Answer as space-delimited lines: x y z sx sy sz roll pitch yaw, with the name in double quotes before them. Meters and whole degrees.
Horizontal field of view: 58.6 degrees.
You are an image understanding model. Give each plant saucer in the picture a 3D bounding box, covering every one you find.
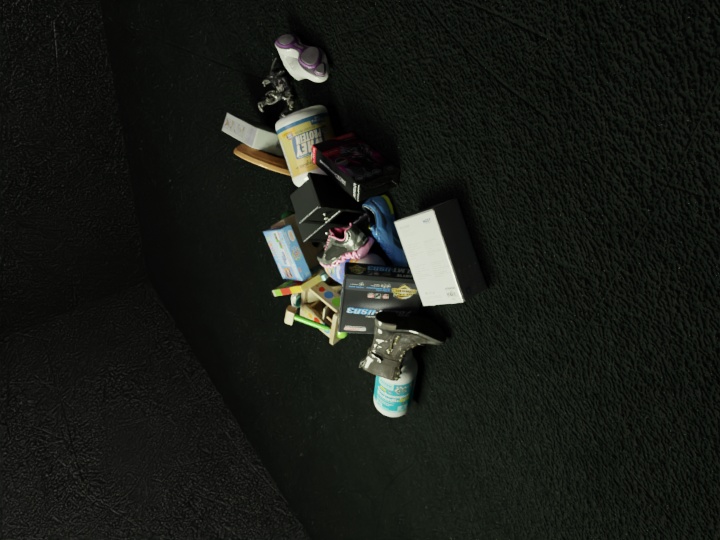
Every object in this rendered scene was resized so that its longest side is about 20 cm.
"plant saucer" -0.264 -0.322 1.834 0.199 0.197 0.038 34 107 45

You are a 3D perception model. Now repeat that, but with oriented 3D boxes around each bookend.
"bookend" -0.103 -0.138 1.583 0.197 0.197 0.094 -35 68 35

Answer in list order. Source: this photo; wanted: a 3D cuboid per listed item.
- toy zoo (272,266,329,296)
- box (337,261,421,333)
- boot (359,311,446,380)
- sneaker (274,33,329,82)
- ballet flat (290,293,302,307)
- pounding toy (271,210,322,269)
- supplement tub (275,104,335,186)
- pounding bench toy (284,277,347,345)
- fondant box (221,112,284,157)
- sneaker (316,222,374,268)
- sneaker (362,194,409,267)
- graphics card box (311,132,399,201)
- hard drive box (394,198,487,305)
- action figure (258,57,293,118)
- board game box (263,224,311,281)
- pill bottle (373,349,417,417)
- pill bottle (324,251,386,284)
"toy zoo" -0.151 0.026 1.795 0.198 0.130 0.021 -11 110 55
"box" 0.047 0.074 1.564 0.050 0.194 0.202 -92 8 -48
"boot" 0.102 0.197 1.574 0.195 0.070 0.178 14 120 7
"sneaker" -0.136 -0.515 1.604 0.200 0.074 0.101 46 163 34
"ballet flat" -0.158 0.061 1.897 0.070 0.199 0.074 4 99 29
"pounding toy" -0.158 -0.116 1.861 0.204 0.140 0.183 66 159 -5
"supplement tub" -0.123 -0.301 1.633 0.144 0.142 0.205 -6 105 60
"pounding bench toy" -0.099 0.125 1.810 0.155 0.199 0.126 37 141 23
"fondant box" -0.292 -0.389 1.851 0.199 0.142 0.060 33 107 45
"sneaker" -0.054 -0.069 1.588 0.095 0.080 0.198 44 144 -23
"sneaker" 0.058 -0.079 1.550 0.065 0.077 0.205 -11 102 58
"graphics card box" -0.014 -0.247 1.506 0.200 0.123 0.052 45 144 35
"hard drive box" 0.171 -0.035 1.387 0.155 0.076 0.205 -10 102 60
"action figure" -0.221 -0.463 1.736 0.205 0.100 0.119 68 162 -4
"board game box" -0.209 -0.049 1.808 0.199 0.036 0.155 4 118 67
"pill bottle" 0.094 0.286 1.707 0.111 0.109 0.204 42 143 37
"pill bottle" 0.000 0.000 1.666 0.199 0.110 0.115 29 134 49
